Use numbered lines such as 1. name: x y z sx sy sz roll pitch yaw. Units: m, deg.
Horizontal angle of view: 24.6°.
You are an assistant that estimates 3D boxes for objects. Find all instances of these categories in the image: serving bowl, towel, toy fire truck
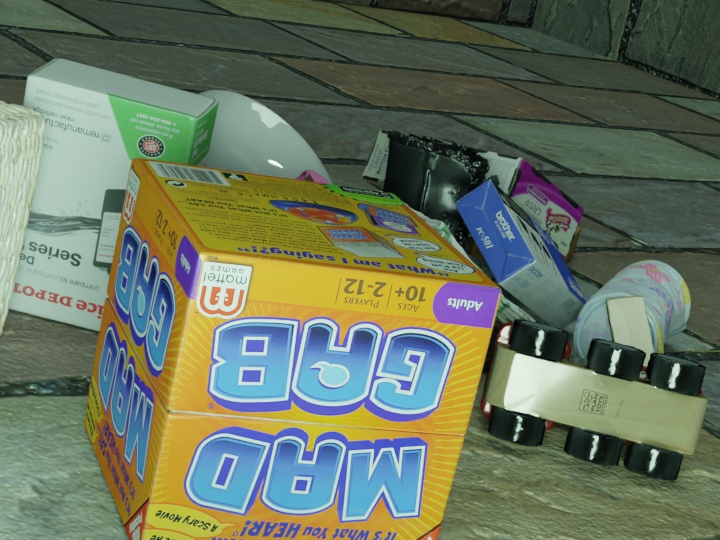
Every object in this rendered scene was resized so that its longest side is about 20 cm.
1. serving bowl: -0.115 -0.068 1.561 0.199 0.201 0.066 22 51 29
2. towel: 0.097 0.006 1.521 0.200 0.031 0.149 42 -2 -30
3. toy fire truck: 0.196 0.082 1.401 0.174 0.130 0.200 13 4 1

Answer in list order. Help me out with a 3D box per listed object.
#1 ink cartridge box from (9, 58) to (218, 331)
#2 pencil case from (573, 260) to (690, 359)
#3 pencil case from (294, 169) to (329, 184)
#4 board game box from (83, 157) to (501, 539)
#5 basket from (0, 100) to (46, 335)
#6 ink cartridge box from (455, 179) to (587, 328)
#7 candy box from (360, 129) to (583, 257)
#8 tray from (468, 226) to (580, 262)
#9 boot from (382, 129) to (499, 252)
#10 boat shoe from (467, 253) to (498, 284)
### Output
1. ink cartridge box: -0.211 -0.056 1.366 0.144 0.202 0.084 14 18 3
2. pencil case: 0.271 0.046 1.623 0.090 0.084 0.200 23 18 13
3. pencil case: 0.000 0.000 1.454 0.200 0.094 0.091 39 38 -5
4. board game box: -0.055 0.060 1.090 0.198 0.202 0.200 7 17 -22
5. basket: -0.359 -0.047 1.217 0.196 0.202 0.161 16 14 8
6. ink cartridge box: 0.160 -0.011 1.590 0.095 0.044 0.200 63 13 23
7. candy box: 0.117 -0.082 1.749 0.199 0.061 0.136 16 -11 42
8. tray: 0.189 -0.028 1.898 0.098 0.037 0.200 16 15 12
9. boot: 0.028 -0.058 1.632 0.196 0.164 0.073 16 14 10
10. boat shoe: 0.054 -0.034 1.713 0.200 0.087 0.075 14 16 5
